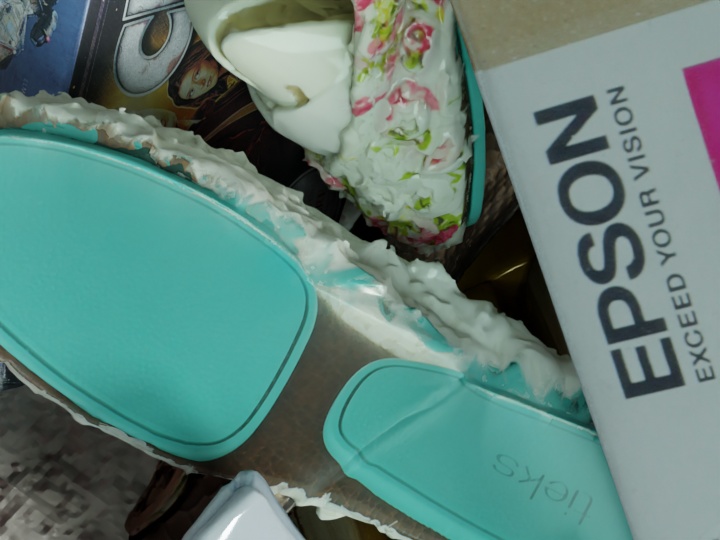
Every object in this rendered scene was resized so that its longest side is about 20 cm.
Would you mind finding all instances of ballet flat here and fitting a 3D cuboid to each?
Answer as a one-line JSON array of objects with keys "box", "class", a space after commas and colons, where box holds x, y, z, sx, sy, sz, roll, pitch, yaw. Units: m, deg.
[{"box": [-0.013, 0.017, 0.639, 0.199, 0.072, 0.072, 30, 109, -17], "class": "ballet flat"}, {"box": [0.000, 0.000, 0.719, 0.046, 0.067, 0.200, 44, 77, -15], "class": "ballet flat"}, {"box": [-0.010, -0.081, 0.609, 0.064, 0.076, 0.201, -17, 133, -15], "class": "ballet flat"}]

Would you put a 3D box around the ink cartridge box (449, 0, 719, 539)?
[{"box": [0.128, 0.003, 0.574, 0.164, 0.075, 0.201, -16, 97, 30], "class": "ink cartridge box"}]

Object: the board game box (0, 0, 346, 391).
[{"box": [-0.034, -0.079, 0.666, 0.135, 0.035, 0.201, -21, 134, -52], "class": "board game box"}]

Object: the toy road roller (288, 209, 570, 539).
[{"box": [0.052, 0.079, 0.773, 0.199, 0.123, 0.146, -31, 133, 10], "class": "toy road roller"}]

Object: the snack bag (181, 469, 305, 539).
[{"box": [-0.053, 0.156, 0.643, 0.200, 0.021, 0.189, -50, 141, -12], "class": "snack bag"}]
